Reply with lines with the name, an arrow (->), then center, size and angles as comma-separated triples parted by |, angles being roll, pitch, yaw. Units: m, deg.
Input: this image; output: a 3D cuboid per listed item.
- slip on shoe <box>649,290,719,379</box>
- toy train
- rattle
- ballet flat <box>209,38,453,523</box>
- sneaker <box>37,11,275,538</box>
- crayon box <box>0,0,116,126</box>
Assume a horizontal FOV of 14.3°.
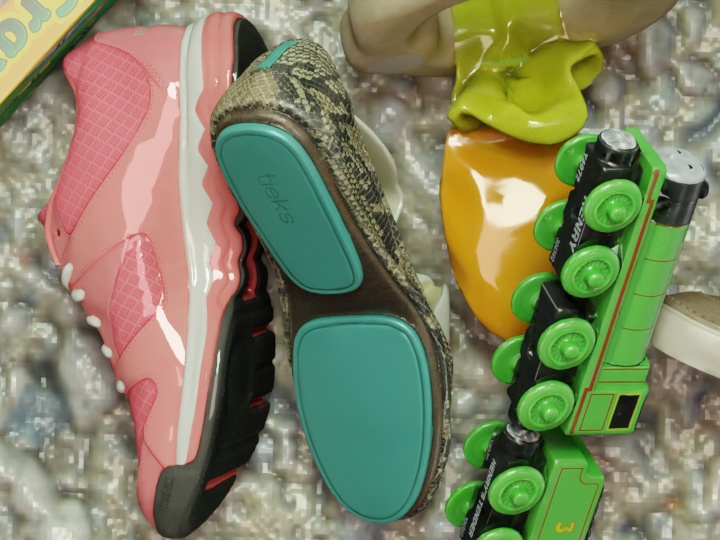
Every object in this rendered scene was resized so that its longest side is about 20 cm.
slip on shoe -> 0.208, 0.024, 1.091 | 0.200, 0.076, 0.061 | 11, 98, -4
toy train -> 0.081, 0.034, 1.062 | 0.056, 0.042, 0.200 | 1, 125, -23
rattle -> 0.078, -0.074, 1.018 | 0.130, 0.200, 0.143 | 18, 66, -30
ballet flat -> 0.000, 0.000, 1.081 | 0.068, 0.075, 0.200 | 0, 126, 28
sneaker -> -0.081, 0.001, 1.101 | 0.087, 0.074, 0.200 | 2, 89, 15
crayon box -> -0.172, -0.106, 1.092 | 0.119, 0.058, 0.200 | 42, 90, -1
